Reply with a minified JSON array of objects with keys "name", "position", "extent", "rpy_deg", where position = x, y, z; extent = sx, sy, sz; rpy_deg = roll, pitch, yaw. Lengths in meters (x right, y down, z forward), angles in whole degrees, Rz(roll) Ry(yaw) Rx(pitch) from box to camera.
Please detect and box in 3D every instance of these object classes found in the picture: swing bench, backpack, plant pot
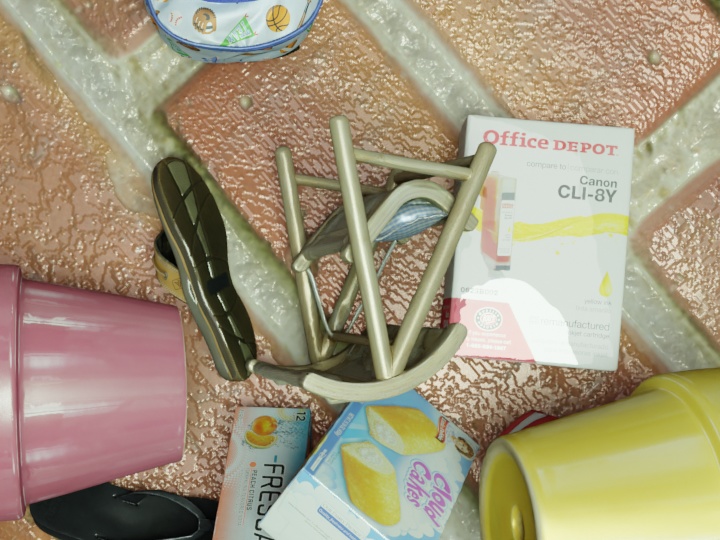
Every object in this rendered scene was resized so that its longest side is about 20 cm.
[{"name":"swing bench","position":[0.000,0.000,0.881],"extent":[0.128,0.199,0.203],"rpy_deg":[8,87,-18]},{"name":"backpack","position":[-0.106,-0.273,0.939],"extent":[0.197,0.154,0.193],"rpy_deg":[-6,97,-3]},{"name":"plant pot","position":[0.190,0.174,0.787],"extent":[0.186,0.201,0.204],"rpy_deg":[-2,87,-13]},{"name":"plant pot","position":[-0.235,0.094,0.907],"extent":[0.177,0.200,0.203],"rpy_deg":[-2,87,-15]}]

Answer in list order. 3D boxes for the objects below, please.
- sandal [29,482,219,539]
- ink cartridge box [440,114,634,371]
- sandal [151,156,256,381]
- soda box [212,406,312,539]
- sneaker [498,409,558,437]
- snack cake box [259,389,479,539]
[{"name":"sandal","position":[-0.184,0.215,0.947],"extent":[0.198,0.043,0.077],"rpy_deg":[12,54,1]},{"name":"ink cartridge box","position":[0.147,-0.023,0.950],"extent":[0.143,0.083,0.203],"rpy_deg":[5,87,1]},{"name":"sandal","position":[-0.144,0.002,0.967],"extent":[0.054,0.082,0.202],"rpy_deg":[-18,94,21]},{"name":"soda box","position":[-0.078,0.202,0.893],"extent":[0.067,0.201,0.064],"rpy_deg":[2,132,2]},{"name":"sneaker","position":[0.206,0.165,0.957],"extent":[0.198,0.112,0.072],"rpy_deg":[15,84,-29]},{"name":"snack cake box","position":[0.015,0.166,0.883],"extent":[0.115,0.200,0.067],"rpy_deg":[38,115,2]}]
